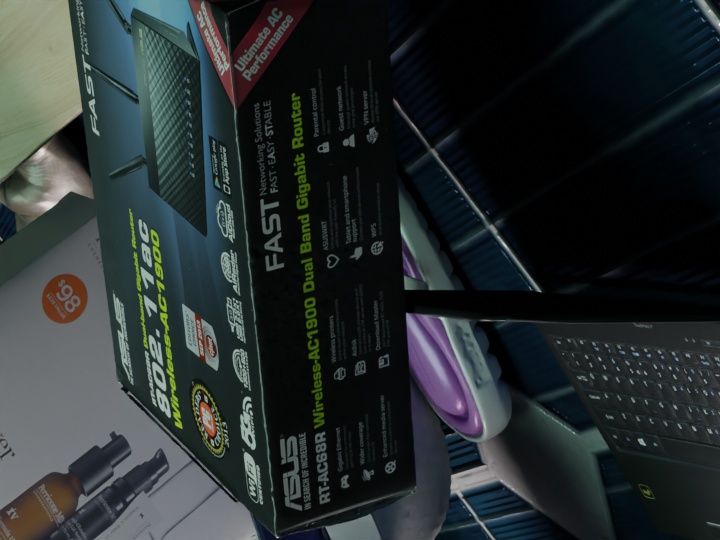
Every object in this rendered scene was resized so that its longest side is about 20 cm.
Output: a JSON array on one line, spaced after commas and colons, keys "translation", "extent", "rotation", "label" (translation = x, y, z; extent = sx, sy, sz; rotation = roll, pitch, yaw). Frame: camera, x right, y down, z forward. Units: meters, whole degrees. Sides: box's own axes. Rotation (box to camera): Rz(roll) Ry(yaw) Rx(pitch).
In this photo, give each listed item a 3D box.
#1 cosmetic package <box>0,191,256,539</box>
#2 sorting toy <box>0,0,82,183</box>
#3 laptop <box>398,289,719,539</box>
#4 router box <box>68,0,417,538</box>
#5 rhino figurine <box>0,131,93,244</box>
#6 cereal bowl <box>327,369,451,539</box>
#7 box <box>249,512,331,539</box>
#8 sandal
[{"translation": [-0.147, 0.086, 1.059], "extent": [0.052, 0.151, 0.201], "rotation": [16, 140, 55], "label": "cosmetic package"}, {"translation": [-0.197, -0.156, 1.036], "extent": [0.199, 0.070, 0.200], "rotation": [52, 138, -6], "label": "sorting toy"}, {"translation": [0.090, 0.063, 0.816], "extent": [0.201, 0.103, 0.177], "rotation": [58, 160, -17], "label": "laptop"}, {"translation": [-0.046, -0.025, 0.775], "extent": [0.150, 0.062, 0.201], "rotation": [35, 134, 55], "label": "router box"}, {"translation": [-0.198, -0.054, 1.298], "extent": [0.087, 0.060, 0.201], "rotation": [17, 144, 26], "label": "rhino figurine"}, {"translation": [-0.022, 0.062, 1.086], "extent": [0.200, 0.083, 0.200], "rotation": [44, 159, 21], "label": "cereal bowl"}, {"translation": [-0.018, 0.161, 1.009], "extent": [0.200, 0.032, 0.122], "rotation": [-115, 3, -52], "label": "box"}, {"translation": [0.003, -0.001, 0.971], "extent": [0.203, 0.050, 0.082], "rotation": [56, 158, -8], "label": "sandal"}]
